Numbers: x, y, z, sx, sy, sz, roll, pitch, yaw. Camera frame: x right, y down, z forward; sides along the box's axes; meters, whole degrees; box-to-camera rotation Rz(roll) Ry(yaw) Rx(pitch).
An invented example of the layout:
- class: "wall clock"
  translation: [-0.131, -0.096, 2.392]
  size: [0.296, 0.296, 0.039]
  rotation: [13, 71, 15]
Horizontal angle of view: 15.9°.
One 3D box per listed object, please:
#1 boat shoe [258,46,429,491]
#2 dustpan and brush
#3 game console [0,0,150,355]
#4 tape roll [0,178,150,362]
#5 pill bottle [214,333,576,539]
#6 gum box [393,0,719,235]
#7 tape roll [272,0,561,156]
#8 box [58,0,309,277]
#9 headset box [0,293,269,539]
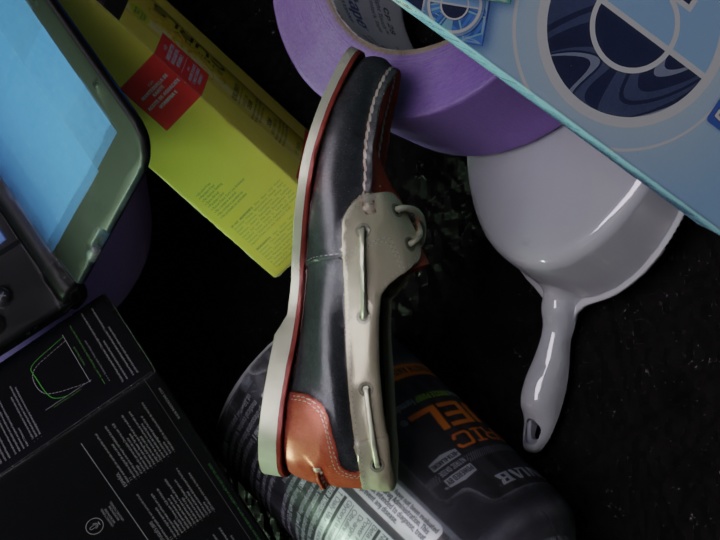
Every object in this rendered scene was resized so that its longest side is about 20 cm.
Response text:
- class: "boat shoe"
  translation: [0.000, 0.000, 1.169]
  size: [0.062, 0.071, 0.202]
  rotation: [8, 85, 14]
- class: "dustpan and brush"
  translation: [0.097, -0.013, 1.233]
  size: [0.139, 0.057, 0.201]
  rotation: [15, 87, 43]
- class: "game console"
  translation: [-0.211, -0.065, 1.198]
  size: [0.170, 0.118, 0.200]
  rotation: [-33, 70, -10]
- class: "tape roll"
  translation: [-0.210, -0.038, 1.329]
  size: [0.200, 0.200, 0.066]
  rotation: [30, 145, 29]
- class: "pill bottle"
  translation: [0.030, 0.116, 1.224]
  size: [0.200, 0.106, 0.107]
  rotation: [43, 107, 26]
- class: "gum box"
  translation: [0.131, -0.139, 1.130]
  size: [0.170, 0.199, 0.045]
  rotation: [-56, 19, 1]
- class: "tape roll"
  translation: [0.051, -0.160, 1.235]
  size: [0.199, 0.065, 0.202]
  rotation: [-14, 68, 37]
- class: "box"
  translation: [-0.096, -0.089, 1.274]
  size: [0.200, 0.075, 0.050]
  rotation: [43, 110, -14]
- class: "headset box"
  translation: [-0.151, 0.145, 1.231]
  size: [0.199, 0.175, 0.093]
  rotation: [-35, 31, -5]
